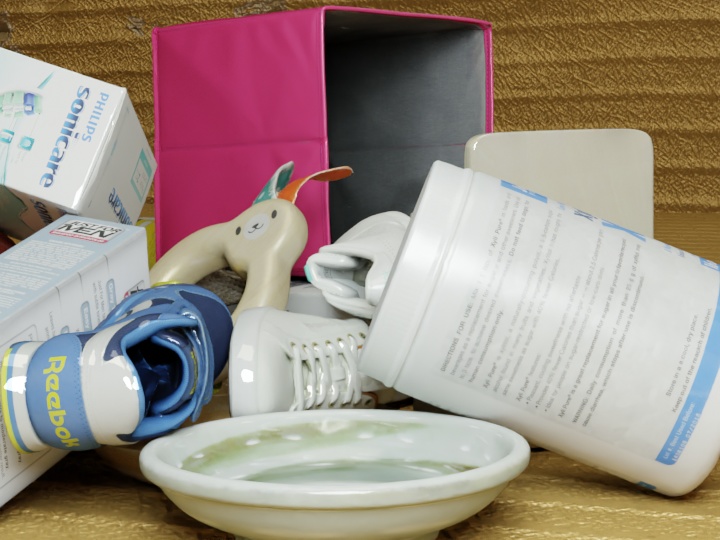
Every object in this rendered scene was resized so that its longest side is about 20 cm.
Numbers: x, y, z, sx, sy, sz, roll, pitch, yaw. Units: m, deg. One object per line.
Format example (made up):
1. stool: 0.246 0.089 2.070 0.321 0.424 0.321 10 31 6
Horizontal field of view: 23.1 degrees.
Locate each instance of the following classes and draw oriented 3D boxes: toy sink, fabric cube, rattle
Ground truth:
1. toy sink: 0.109 0.007 1.157 0.129 0.202 0.112 -4 7 -20
2. fabric cube: -0.029 -0.097 1.394 0.199 0.202 0.195 0 3 43
3. rattle: -0.105 -0.029 1.152 0.143 0.200 0.130 42 -11 -25

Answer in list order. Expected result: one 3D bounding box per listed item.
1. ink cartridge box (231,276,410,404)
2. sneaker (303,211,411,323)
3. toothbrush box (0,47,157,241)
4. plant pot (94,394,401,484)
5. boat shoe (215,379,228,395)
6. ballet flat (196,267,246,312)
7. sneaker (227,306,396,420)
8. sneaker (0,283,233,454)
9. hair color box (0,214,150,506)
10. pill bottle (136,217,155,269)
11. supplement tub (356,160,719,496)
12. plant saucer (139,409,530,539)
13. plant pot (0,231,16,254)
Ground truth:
1. ink cartridge box: -0.036 0.048 1.345 0.199 0.084 0.145 2 5 33
2. sneaker: 0.000 0.000 1.138 0.088 0.076 0.200 -1 2 -21
3. toothbrush box: -0.241 -0.084 1.112 0.199 0.086 0.146 19 -14 7
4. plant pot: -0.069 0.105 1.085 0.198 0.028 0.200 -2 6 0
5. boat shoe: -0.105 0.068 1.252 0.199 0.065 0.071 5 9 41
6. ballet flat: -0.166 0.018 1.271 0.199 0.047 0.067 -12 24 6
7. sneaker: -0.023 0.055 1.073 0.084 0.073 0.200 -2 4 14
8. sneaker: -0.110 0.053 0.954 0.082 0.074 0.200 -8 10 25
9. hair color box: -0.191 0.054 0.965 0.060 0.100 0.200 10 27 27
10. pill bottle: -0.133 0.011 1.578 0.199 0.113 0.112 4 8 39
11. supplement tub: 0.111 0.032 0.980 0.199 0.133 0.132 22 6 -1
12. plant saucer: -0.013 0.112 0.901 0.199 0.051 0.200 0 6 0
13. plant pot: -0.336 0.030 1.129 0.199 0.201 0.176 5 -5 43
